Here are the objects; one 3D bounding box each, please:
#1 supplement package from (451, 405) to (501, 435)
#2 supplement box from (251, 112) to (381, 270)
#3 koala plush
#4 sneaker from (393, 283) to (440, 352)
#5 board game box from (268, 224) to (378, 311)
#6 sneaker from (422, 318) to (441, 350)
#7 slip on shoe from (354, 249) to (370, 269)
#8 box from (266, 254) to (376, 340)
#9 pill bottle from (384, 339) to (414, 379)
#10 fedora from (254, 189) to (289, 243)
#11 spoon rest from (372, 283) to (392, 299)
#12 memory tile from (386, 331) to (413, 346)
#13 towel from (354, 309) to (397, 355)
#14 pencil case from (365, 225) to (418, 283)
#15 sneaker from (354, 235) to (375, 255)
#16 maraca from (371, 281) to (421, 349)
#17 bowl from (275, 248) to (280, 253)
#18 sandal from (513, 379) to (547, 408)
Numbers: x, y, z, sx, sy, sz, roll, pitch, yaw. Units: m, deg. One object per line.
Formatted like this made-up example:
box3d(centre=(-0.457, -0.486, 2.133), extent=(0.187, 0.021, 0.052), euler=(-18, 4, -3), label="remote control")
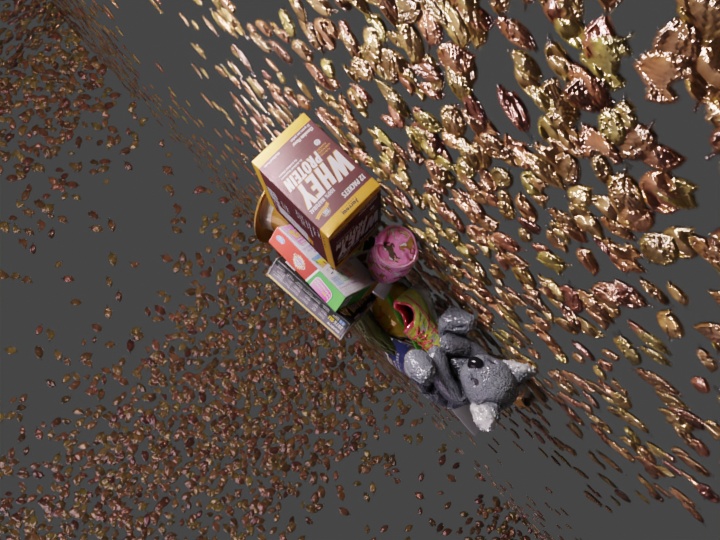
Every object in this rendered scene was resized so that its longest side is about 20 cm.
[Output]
box3d(centre=(0.231, 0.253, 1.412), extent=(0.110, 0.113, 0.200), euler=(49, -179, -16), label="supplement package")
box3d(centre=(-0.074, -0.140, 1.180), extent=(0.200, 0.133, 0.198), euler=(44, 170, 13), label="supplement box")
box3d(centre=(0.219, 0.202, 1.186), extent=(0.198, 0.177, 0.186), euler=(17, 144, 49), label="koala plush")
box3d(centre=(0.133, 0.131, 1.332), extent=(0.202, 0.089, 0.078), euler=(59, 141, 18), label="sneaker")
box3d(centre=(-0.071, -0.018, 1.286), extent=(0.200, 0.041, 0.152), euler=(45, -152, 14), label="board game box")
box3d(centre=(0.181, 0.144, 1.433), extent=(0.090, 0.073, 0.199), euler=(61, 163, -12), label="sneaker")
box3d(centre=(0.000, 0.000, 1.384), extent=(0.077, 0.197, 0.060), euler=(65, -153, -6), label="slip on shoe")
box3d(centre=(-0.075, 0.033, 1.300), extent=(0.199, 0.050, 0.160), euler=(41, -151, 5), label="box")
box3d(centre=(0.141, 0.242, 1.836), extent=(0.112, 0.111, 0.199), euler=(50, 170, -21), label="pill bottle")
box3d(centre=(-0.146, -0.135, 1.362), extent=(0.081, 0.203, 0.201), euler=(28, 165, 18), label="fedora")
box3d(centre=(0.007, 0.003, 1.481), extent=(0.060, 0.101, 0.200), euler=(23, -170, -29), label="spoon rest")
box3d(centre=(0.154, 0.189, 1.592), extent=(0.196, 0.017, 0.153), euler=(19, 175, 4), label="memory tile")
box3d(centre=(0.009, 0.110, 1.499), extent=(0.201, 0.036, 0.148), euler=(54, -173, 35), label="towel")
box3d(centre=(0.059, -0.028, 1.216), extent=(0.200, 0.084, 0.085), euler=(120, 136, -80), label="pencil case")
box3d(centre=(-0.022, -0.068, 1.411), extent=(0.200, 0.077, 0.075), euler=(46, 168, -9), label="sneaker")
box3d(centre=(0.090, 0.104, 1.469), extent=(0.202, 0.106, 0.137), euler=(60, -175, 38), label="maraca")
box3d(centre=(-0.153, -0.109, 1.609), extent=(0.200, 0.074, 0.203), euler=(44, -151, -40), label="bowl")
box3d(centre=(0.314, 0.242, 1.260), extent=(0.080, 0.054, 0.200), euler=(47, 171, 0), label="sandal")
